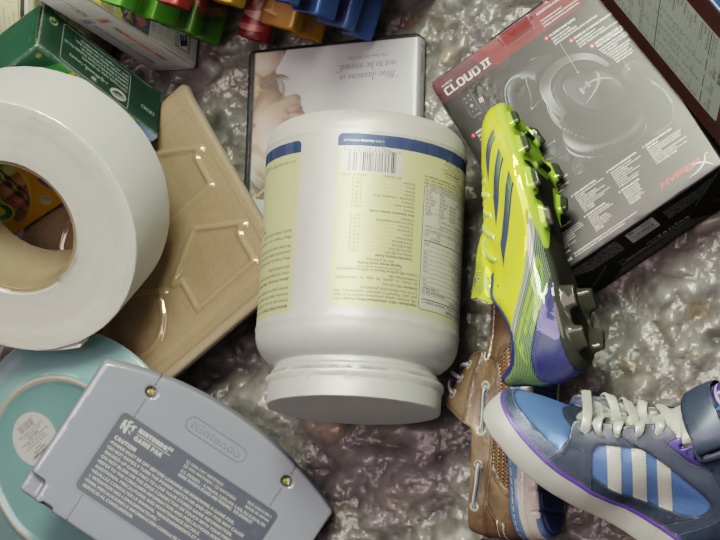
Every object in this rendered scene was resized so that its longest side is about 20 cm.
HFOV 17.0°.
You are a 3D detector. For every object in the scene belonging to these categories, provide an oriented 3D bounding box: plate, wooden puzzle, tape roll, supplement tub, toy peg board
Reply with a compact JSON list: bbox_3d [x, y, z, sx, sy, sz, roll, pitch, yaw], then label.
[{"bbox_3d":[-0.218,0.145,1.798,0.200,0.026,0.201,4,98,29],"label":"plate"},{"bbox_3d":[-0.150,-0.011,1.823,0.185,0.046,0.200,-40,60,20],"label":"wooden puzzle"},{"bbox_3d":[-0.242,-0.044,1.754,0.202,0.071,0.203,7,117,15],"label":"tape roll"},{"bbox_3d":[0.000,0.000,1.688,0.145,0.145,0.201,-2,76,23],"label":"supplement tub"},{"bbox_3d":[-0.079,-0.212,1.769,0.199,0.200,0.098,18,92,25],"label":"toy peg board"}]

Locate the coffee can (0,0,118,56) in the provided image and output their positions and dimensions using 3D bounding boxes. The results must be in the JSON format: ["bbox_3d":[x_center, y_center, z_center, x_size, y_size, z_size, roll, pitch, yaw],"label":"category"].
[{"bbox_3d":[-0.296,-0.237,1.893,0.200,0.146,0.147,15,83,25],"label":"coffee can"}]

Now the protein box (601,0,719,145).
[{"bbox_3d":[0.271,-0.232,1.619,0.198,0.135,0.200,-29,65,-13],"label":"protein box"}]

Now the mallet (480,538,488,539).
[{"bbox_3d":[0.116,0.282,1.652,0.066,0.041,0.200,-36,70,11],"label":"mallet"}]

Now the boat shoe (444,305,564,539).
[{"bbox_3d":[0.097,0.089,1.685,0.072,0.072,0.201,-6,75,23],"label":"boat shoe"}]

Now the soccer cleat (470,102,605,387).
[{"bbox_3d":[0.103,-0.017,1.633,0.084,0.065,0.201,-21,72,24],"label":"soccer cleat"}]

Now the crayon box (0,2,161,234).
[{"bbox_3d":[-0.266,-0.103,1.830,0.200,0.126,0.052,-31,39,30],"label":"crayon box"}]

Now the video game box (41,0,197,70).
[{"bbox_3d":[-0.176,-0.273,1.831,0.047,0.182,0.201,-1,76,22],"label":"video game box"}]

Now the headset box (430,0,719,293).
[{"bbox_3d":[0.156,-0.103,1.706,0.149,0.077,0.200,-35,65,12],"label":"headset box"}]

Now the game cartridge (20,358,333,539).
[{"bbox_3d":[-0.127,0.157,1.740,0.200,0.042,0.133,34,87,-3],"label":"game cartridge"}]

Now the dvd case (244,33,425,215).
[{"bbox_3d":[-0.021,-0.075,1.806,0.142,0.018,0.201,-4,77,22],"label":"dvd case"}]

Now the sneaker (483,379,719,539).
[{"bbox_3d":[0.199,0.098,1.590,0.200,0.081,0.147,33,113,-6],"label":"sneaker"}]
